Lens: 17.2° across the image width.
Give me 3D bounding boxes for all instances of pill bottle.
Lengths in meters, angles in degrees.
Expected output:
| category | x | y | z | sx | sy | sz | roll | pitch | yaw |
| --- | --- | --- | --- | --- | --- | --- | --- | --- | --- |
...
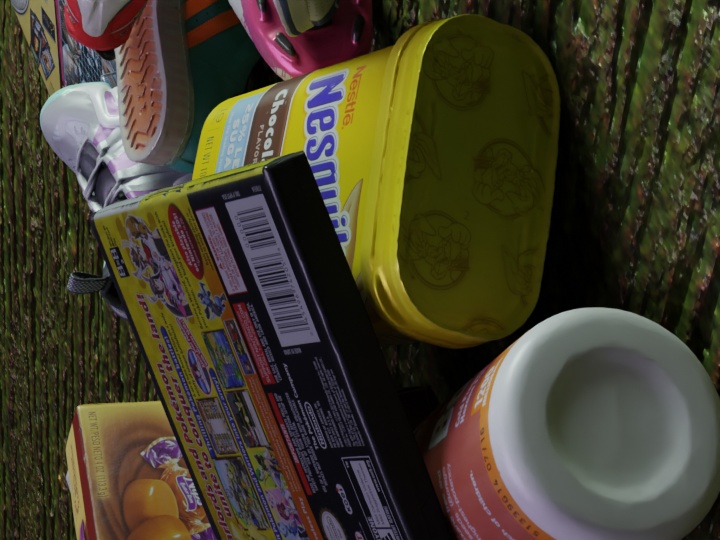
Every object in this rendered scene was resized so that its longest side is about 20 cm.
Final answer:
| category | x | y | z | sx | sy | sz | roll | pitch | yaw |
| --- | --- | --- | --- | --- | --- | --- | --- | --- | --- |
| pill bottle | 0.080 | 0.099 | 1.102 | 0.113 | 0.112 | 0.200 | 69 | 156 | 13 |

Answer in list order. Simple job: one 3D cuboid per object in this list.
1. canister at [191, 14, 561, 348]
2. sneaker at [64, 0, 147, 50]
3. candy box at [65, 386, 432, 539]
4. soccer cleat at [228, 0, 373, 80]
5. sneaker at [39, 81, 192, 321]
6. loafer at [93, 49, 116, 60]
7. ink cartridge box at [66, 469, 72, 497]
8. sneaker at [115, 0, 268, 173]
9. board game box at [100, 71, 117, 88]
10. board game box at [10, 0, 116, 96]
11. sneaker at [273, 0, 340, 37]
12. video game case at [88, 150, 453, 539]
| category | x | y | z | sx | sy | sz | roll | pitch | yaw |
| --- | --- | --- | --- | --- | --- | --- | --- | --- | --- |
| canister | -0.002 | -0.031 | 1.146 | 0.200 | 0.086 | 0.149 | -11 | 67 | 54 |
| sneaker | -0.143 | -0.204 | 1.354 | 0.085 | 0.077 | 0.201 | 107 | 173 | -45 |
| candy box | -0.052 | 0.129 | 1.281 | 0.057 | 0.199 | 0.117 | 115 | 147 | -54 |
| soccer cleat | -0.043 | -0.162 | 1.286 | 0.087 | 0.070 | 0.201 | 91 | 158 | -58 |
| sneaker | -0.136 | -0.029 | 1.387 | 0.199 | 0.140 | 0.078 | 30 | 133 | 18 |
| loafer | -0.146 | -0.168 | 1.473 | 0.076 | 0.068 | 0.201 | 70 | 177 | -75 |
| ink cartridge box | -0.079 | 0.124 | 1.432 | 0.200 | 0.144 | 0.085 | -31 | 76 | 66 |
| sneaker | -0.098 | -0.147 | 1.406 | 0.071 | 0.080 | 0.201 | -28 | 57 | 49 |
| board game box | -0.107 | 0.005 | 1.526 | 0.200 | 0.061 | 0.201 | 56 | 151 | 37 |
| board game box | -0.197 | -0.173 | 1.648 | 0.201 | 0.034 | 0.136 | 65 | 155 | 20 |
| sneaker | -0.004 | -0.192 | 1.137 | 0.200 | 0.115 | 0.081 | 79 | 170 | -67 |
| video game case | -0.045 | 0.051 | 1.121 | 0.180 | 0.025 | 0.201 | -11 | 103 | 57 |
